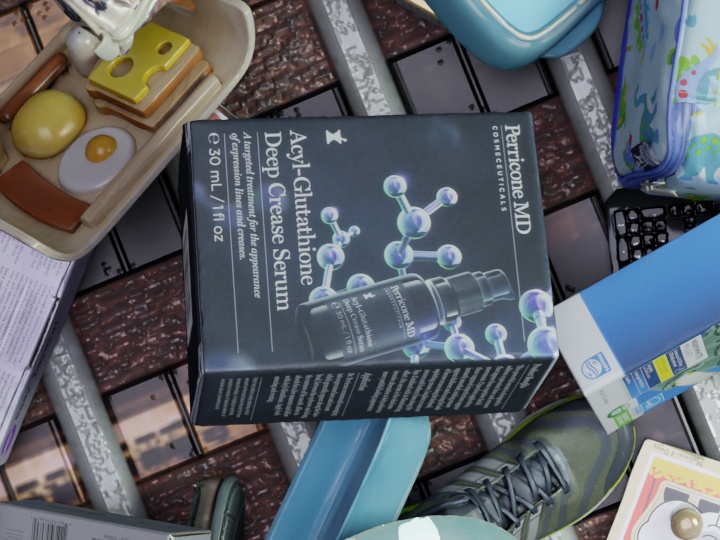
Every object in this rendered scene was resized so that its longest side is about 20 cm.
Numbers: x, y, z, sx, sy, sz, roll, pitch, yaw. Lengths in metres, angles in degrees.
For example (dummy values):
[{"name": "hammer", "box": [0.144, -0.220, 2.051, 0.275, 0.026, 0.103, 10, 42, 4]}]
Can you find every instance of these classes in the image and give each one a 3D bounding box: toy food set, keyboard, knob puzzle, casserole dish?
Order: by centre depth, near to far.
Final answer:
[{"name": "casserole dish", "box": [0.075, -0.210, 1.256, 0.121, 0.039, 0.200, -43, 104, -9]}, {"name": "toy food set", "box": [-0.173, -0.106, 1.295, 0.143, 0.060, 0.200, 26, 67, 36]}, {"name": "casserole dish", "box": [-0.012, 0.146, 1.314, 0.039, 0.121, 0.201, 25, 92, -17]}, {"name": "keyboard", "box": [0.252, -0.009, 1.318, 0.199, 0.040, 0.105, -7, 89, 7]}, {"name": "knob puzzle", "box": [0.226, 0.225, 1.327, 0.218, 0.030, 0.221, 0, 91, 6]}]

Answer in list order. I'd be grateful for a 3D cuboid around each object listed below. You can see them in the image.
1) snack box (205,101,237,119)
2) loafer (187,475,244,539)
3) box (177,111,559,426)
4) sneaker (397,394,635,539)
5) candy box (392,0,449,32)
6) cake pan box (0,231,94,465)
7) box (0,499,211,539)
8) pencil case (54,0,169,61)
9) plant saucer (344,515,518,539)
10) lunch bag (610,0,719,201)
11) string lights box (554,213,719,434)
[{"name": "snack box", "box": [-0.024, -0.035, 1.331, 0.200, 0.072, 0.024, 40, 93, 4]}, {"name": "loafer", "box": [-0.114, 0.224, 1.346, 0.063, 0.072, 0.201, 7, 93, 12]}, {"name": "box", "box": [0.000, 0.000, 1.225, 0.199, 0.107, 0.149, -2, 71, -9]}, {"name": "sneaker", "box": [0.084, 0.147, 1.316, 0.200, 0.081, 0.074, -38, 87, 5]}, {"name": "candy box", "box": [0.028, -0.229, 1.332, 0.199, 0.055, 0.116, 29, 92, 6]}, {"name": "cake pan box", "box": [-0.276, 0.007, 1.371, 0.183, 0.052, 0.201, 22, 93, 8]}, {"name": "box", "box": [-0.164, 0.249, 1.327, 0.155, 0.041, 0.201, 3, 89, 39]}, {"name": "pencil case", "box": [-0.103, -0.211, 1.261, 0.200, 0.078, 0.089, -45, 54, -8]}, {"name": "plant saucer", "box": [0.021, 0.229, 1.277, 0.201, 0.201, 0.039, -36, 45, 5]}, {"name": "lunch bag", "box": [0.201, -0.141, 1.262, 0.082, 0.161, 0.201, 8, 89, -4]}, {"name": "string lights box", "box": [0.210, 0.012, 1.255, 0.199, 0.103, 0.059, -30, 69, 4]}]
